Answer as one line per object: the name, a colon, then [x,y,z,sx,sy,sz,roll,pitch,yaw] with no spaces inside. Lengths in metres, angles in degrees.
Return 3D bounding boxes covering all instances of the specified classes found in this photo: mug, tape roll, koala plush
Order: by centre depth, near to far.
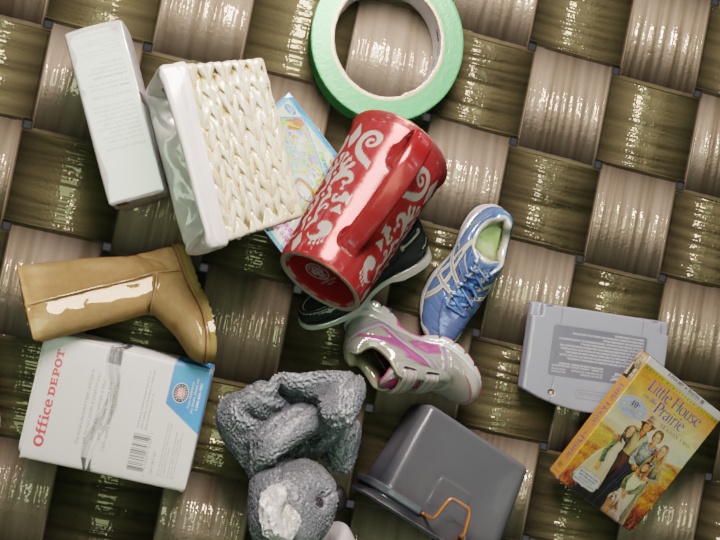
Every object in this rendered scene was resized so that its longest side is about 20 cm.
mug: [-0.002,-0.077,0.963,0.132,0.178,0.202,25,66,16]
koala plush: [-0.083,0.240,0.974,0.179,0.179,0.203,0,57,-2]
tape roll: [0.032,-0.288,1.077,0.196,0.048,0.205,0,90,-8]

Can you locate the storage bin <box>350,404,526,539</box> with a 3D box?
storage bin: [0.109,0.264,1.055,0.198,0.145,0.136,32,76,-7]

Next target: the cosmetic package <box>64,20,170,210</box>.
cosmetic package: [-0.284,-0.180,1.006,0.073,0.102,0.204,-16,94,-6]

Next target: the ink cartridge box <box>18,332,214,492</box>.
ink cartridge box: [-0.288,0.165,1.016,0.196,0.084,0.148,14,88,-7]

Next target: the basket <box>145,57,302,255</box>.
basket: [-0.156,-0.132,0.964,0.121,0.135,0.204,-16,94,-22]

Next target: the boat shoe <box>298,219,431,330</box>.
boat shoe: [0.000,0.000,1.050,0.198,0.075,0.061,-35,127,-22]

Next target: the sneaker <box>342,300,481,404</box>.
sneaker: [0.057,0.122,1.053,0.197,0.082,0.089,26,45,-1]

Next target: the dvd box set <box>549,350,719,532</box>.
dvd box set: [0.364,0.227,1.113,0.145,0.029,0.201,36,95,-15]

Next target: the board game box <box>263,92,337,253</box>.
board game box: [-0.079,-0.101,1.069,0.134,0.034,0.201,-39,96,-6]

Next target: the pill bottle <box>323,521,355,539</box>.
pill bottle: [-0.022,0.429,1.039,0.118,0.120,0.203,-28,94,-7]

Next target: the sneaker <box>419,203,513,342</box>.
sneaker: [0.134,0.005,1.080,0.075,0.077,0.203,23,89,-9]

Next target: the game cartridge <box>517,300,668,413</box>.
game cartridge: [0.309,0.121,1.127,0.195,0.040,0.137,9,86,-8]

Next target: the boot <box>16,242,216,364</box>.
boot: [-0.281,0.053,0.979,0.196,0.067,0.177,-11,53,-25]
